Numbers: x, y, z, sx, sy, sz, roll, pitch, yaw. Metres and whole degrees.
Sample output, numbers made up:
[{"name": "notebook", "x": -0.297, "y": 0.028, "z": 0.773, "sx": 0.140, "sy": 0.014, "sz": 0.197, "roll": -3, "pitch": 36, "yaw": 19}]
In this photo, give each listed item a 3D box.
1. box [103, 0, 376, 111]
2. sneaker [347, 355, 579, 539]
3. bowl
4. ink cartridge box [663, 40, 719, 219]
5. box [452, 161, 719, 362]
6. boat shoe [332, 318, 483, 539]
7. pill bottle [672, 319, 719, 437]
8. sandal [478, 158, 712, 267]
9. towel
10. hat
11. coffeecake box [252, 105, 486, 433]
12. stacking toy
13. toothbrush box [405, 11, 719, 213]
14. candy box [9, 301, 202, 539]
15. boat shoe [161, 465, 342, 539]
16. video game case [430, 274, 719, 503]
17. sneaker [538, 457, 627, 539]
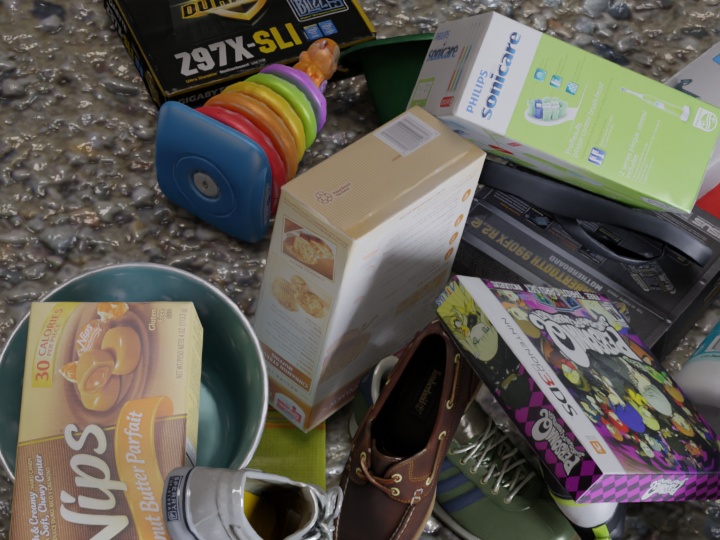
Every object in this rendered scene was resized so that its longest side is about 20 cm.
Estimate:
[{"name": "box", "x": -0.107, "y": -0.219, "z": 1.764, "sx": 0.199, "sy": 0.049, "sz": 0.160, "roll": -17, "pitch": 56, "yaw": -17}, {"name": "sneaker", "x": 0.076, "y": 0.135, "z": 1.465, "sx": 0.200, "sy": 0.090, "sz": 0.067, "roll": 33, "pitch": 54, "yaw": 20}, {"name": "bowl", "x": -0.159, "y": 0.107, "z": 1.444, "sx": 0.200, "sy": 0.105, "sz": 0.202, "roll": -2, "pitch": 67, "yaw": 4}, {"name": "ink cartridge box", "x": 0.331, "y": -0.107, "z": 1.707, "sx": 0.200, "sy": 0.045, "sz": 0.176, "roll": -36, "pitch": 61, "yaw": -28}, {"name": "box", "x": 0.188, "y": -0.017, "z": 1.622, "sx": 0.200, "sy": 0.048, "sz": 0.158, "roll": 33, "pitch": 57, "yaw": 20}, {"name": "boat shoe", "x": 0.026, "y": 0.125, "z": 1.412, "sx": 0.070, "sy": 0.201, "sz": 0.070, "roll": 24, "pitch": 9, "yaw": 20}, {"name": "pill bottle", "x": 0.324, "y": 0.064, "z": 1.527, "sx": 0.111, "sy": 0.111, "sz": 0.200, "roll": 32, "pitch": 56, "yaw": 20}, {"name": "sandal", "x": 0.178, "y": -0.037, "z": 1.572, "sx": 0.199, "sy": 0.076, "sz": 0.043, "roll": 20, "pitch": 92, "yaw": 11}, {"name": "towel", "x": -0.067, "y": 0.139, "z": 1.499, "sx": 0.086, "sy": 0.018, "sz": 0.201, "roll": 0, "pitch": 52, "yaw": -3}, {"name": "hat", "x": 0.064, "y": -0.100, "z": 1.672, "sx": 0.199, "sy": 0.165, "sz": 0.177, "roll": -2, "pitch": 85, "yaw": -42}, {"name": "coffeecake box", "x": 0.000, "y": 0.000, "z": 1.482, "sx": 0.073, "sy": 0.200, "sz": 0.153, "roll": 36, "pitch": 46, "yaw": 22}, {"name": "stacking toy", "x": -0.072, "y": -0.128, "z": 1.654, "sx": 0.109, "sy": 0.116, "sz": 0.200, "roll": 27, "pitch": 51, "yaw": 18}, {"name": "toothbrush box", "x": 0.152, "y": -0.118, "z": 1.517, "sx": 0.199, "sy": 0.146, "sz": 0.086, "roll": 22, "pitch": 88, "yaw": -14}, {"name": "candy box", "x": -0.171, "y": 0.122, "z": 1.353, "sx": 0.115, "sy": 0.055, "sz": 0.201, "roll": 0, "pitch": 69, "yaw": 4}, {"name": "boat shoe", "x": -0.048, "y": 0.168, "z": 1.345, "sx": 0.086, "sy": 0.202, "sz": 0.075, "roll": -8, "pitch": 66, "yaw": 23}, {"name": "video game case", "x": 0.161, "y": 0.084, "z": 1.401, "sx": 0.200, "sy": 0.036, "sz": 0.182, "roll": 8, "pitch": 40, "yaw": -51}, {"name": "sneaker", "x": 0.164, "y": 0.140, "z": 1.481, "sx": 0.071, "sy": 0.083, "sz": 0.200, "roll": -16, "pitch": 21, "yaw": 14}]
